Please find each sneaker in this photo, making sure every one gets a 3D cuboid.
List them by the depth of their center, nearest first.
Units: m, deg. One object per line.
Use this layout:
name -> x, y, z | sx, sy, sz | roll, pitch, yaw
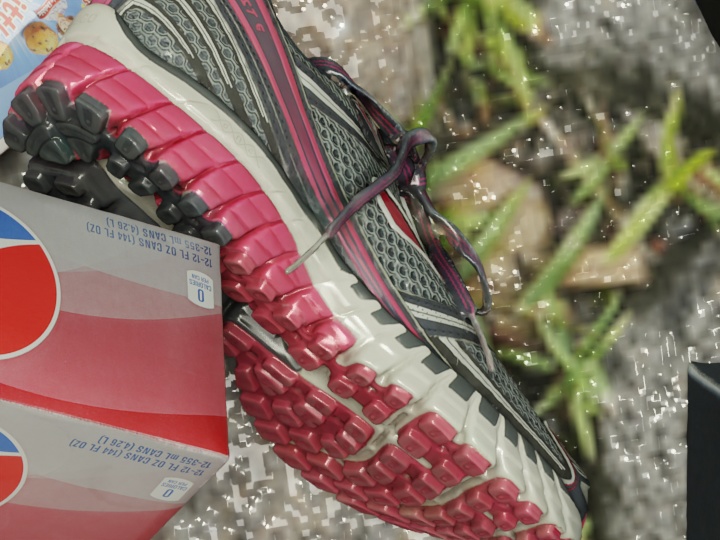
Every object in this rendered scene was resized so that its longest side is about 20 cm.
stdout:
sneaker -> 0.000, 0.000, 0.777 | 0.200, 0.080, 0.075 | 50, 59, -26

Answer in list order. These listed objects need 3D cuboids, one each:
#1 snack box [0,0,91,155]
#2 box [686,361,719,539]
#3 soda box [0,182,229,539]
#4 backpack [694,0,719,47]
snack box -> -0.070, -0.096, 0.786 | 0.200, 0.024, 0.072 | -38, 103, -1
box -> 0.169, 0.129, 0.806 | 0.147, 0.107, 0.202 | -2, 98, -6
soda box -> -0.131, 0.011, 0.684 | 0.199, 0.064, 0.070 | 15, 140, -26
backpack -> 0.185, -0.105, 0.763 | 0.199, 0.135, 0.183 | -30, 101, -5
